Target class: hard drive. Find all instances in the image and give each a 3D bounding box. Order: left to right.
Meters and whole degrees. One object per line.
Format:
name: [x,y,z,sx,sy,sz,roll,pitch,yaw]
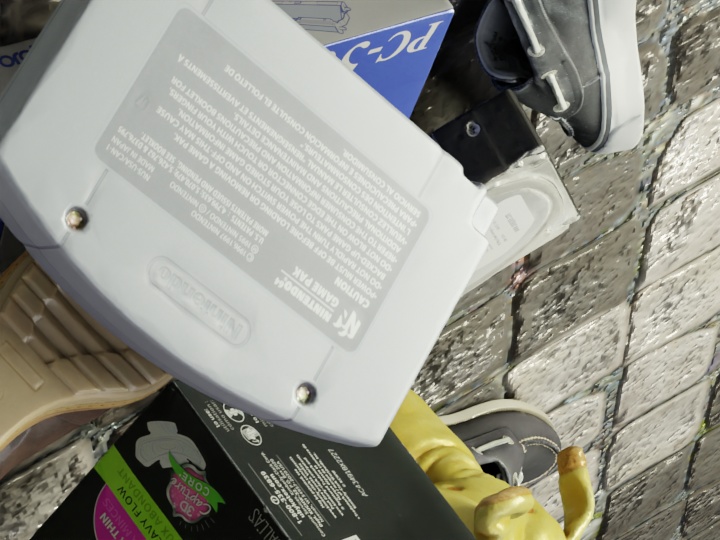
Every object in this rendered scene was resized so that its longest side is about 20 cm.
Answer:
hard drive: [0.000,0.000,1.135,0.200,0.038,0.140,-30,164,4]

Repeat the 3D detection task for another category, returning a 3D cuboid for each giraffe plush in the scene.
giraffe plush: [0.024,0.145,1.234,0.162,0.200,0.173,12,90,-77]

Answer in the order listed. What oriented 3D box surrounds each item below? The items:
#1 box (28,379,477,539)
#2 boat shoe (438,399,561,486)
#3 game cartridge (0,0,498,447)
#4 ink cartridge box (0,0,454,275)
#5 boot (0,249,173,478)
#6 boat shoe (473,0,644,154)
box: [-0.064,0.157,1.117,0.200,0.149,0.124,-47,160,28]
boat shoe: [0.055,0.117,1.407,0.200,0.063,0.073,4,132,-52]
game cartridge: [-0.047,-0.026,0.938,0.200,0.040,0.133,39,68,-28]
ink cartridge box: [-0.064,-0.064,1.003,0.200,0.044,0.094,-19,149,-32]
boot: [-0.156,0.047,0.989,0.200,0.072,0.166,-40,-168,-31]
boat shoe: [0.083,-0.101,1.096,0.068,0.072,0.200,-17,160,0]
